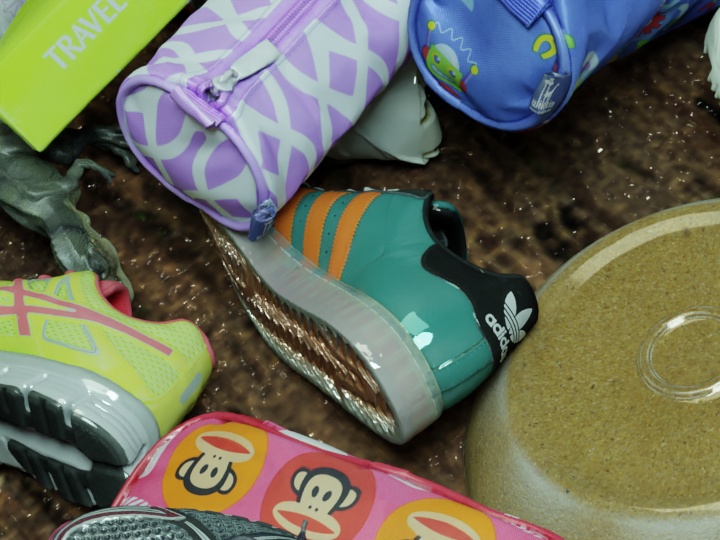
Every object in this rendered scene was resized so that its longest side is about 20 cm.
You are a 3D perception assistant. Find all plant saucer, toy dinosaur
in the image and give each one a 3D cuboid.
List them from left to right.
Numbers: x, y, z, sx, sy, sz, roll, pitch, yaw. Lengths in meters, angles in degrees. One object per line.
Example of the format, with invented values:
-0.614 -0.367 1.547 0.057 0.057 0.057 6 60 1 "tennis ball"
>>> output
-0.156 -0.055 1.023 0.200 0.048 0.088 36 37 26 "toy dinosaur"
0.127 0.040 0.817 0.199 0.036 0.201 -14 46 15 "plant saucer"

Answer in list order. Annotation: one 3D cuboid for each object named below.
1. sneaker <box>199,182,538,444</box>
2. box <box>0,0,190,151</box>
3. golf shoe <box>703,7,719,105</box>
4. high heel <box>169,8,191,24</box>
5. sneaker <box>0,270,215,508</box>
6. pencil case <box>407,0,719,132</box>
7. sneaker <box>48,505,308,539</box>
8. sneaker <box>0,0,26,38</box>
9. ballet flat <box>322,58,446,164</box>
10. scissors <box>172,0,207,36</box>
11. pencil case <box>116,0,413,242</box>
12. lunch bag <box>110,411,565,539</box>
0.000 0.000 0.894 0.080 0.072 0.200 -30 35 -15 "sneaker"
-0.082 -0.150 0.981 0.200 0.048 0.122 -42 15 17 "box"
0.202 -0.072 0.823 0.078 0.098 0.200 -10 37 -25 "golf shoe"
-0.045 -0.212 1.116 0.200 0.067 0.096 -41 54 7 "high heel"
-0.141 0.035 0.944 0.199 0.078 0.090 21 50 36 "sneaker"
0.108 -0.126 0.898 0.200 0.087 0.078 -33 82 -37 "pencil case"
-0.019 0.112 0.688 0.199 0.075 0.081 15 62 31 "sneaker"
-0.210 -0.125 1.114 0.099 0.075 0.201 -15 45 16 "sneaker"
0.031 -0.093 0.968 0.200 0.068 0.068 -33 52 -3 "ballet flat"
-0.066 -0.096 0.986 0.200 0.014 0.073 -123 52 -70 "scissors"
-0.015 -0.107 0.894 0.084 0.086 0.200 31 62 15 "pencil case"
-0.023 0.153 0.764 0.199 0.082 0.177 17 65 35 "lunch bag"
